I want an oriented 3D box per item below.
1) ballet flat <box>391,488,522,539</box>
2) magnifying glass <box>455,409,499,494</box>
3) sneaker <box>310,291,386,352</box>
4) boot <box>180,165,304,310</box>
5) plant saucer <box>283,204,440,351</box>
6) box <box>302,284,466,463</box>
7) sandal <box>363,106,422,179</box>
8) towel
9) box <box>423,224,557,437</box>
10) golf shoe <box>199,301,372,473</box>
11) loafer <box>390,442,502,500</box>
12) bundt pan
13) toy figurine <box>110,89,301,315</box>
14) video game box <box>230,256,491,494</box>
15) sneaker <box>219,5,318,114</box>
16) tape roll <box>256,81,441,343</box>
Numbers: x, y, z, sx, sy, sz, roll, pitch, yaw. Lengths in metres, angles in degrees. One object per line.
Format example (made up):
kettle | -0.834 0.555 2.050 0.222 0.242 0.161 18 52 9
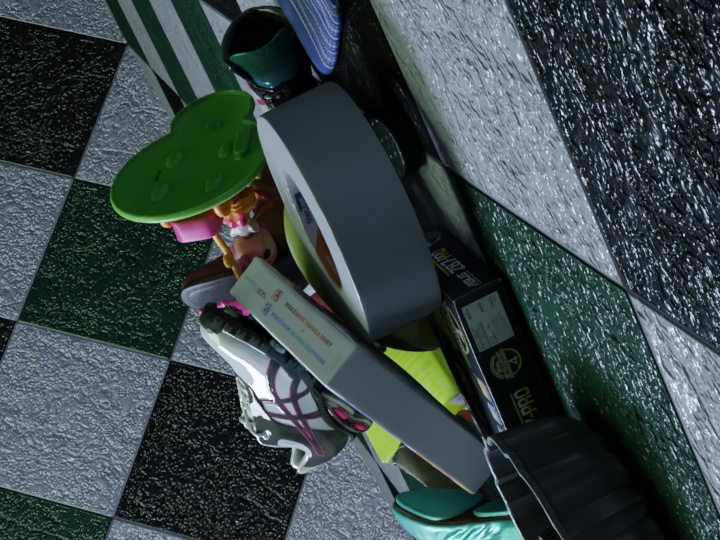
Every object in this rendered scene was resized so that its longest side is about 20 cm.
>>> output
ballet flat | 0.102 0.224 1.527 0.200 0.067 0.071 -5 100 49
magnifying glass | 0.103 0.153 1.628 0.080 0.022 0.200 50 -179 -5
sneaker | -0.016 0.060 1.683 0.088 0.074 0.200 54 174 7
boot | -0.106 -0.064 1.793 0.069 0.188 0.200 65 -177 -53
plant saucer | 0.000 0.000 1.612 0.200 0.031 0.200 39 -157 -21
box | 0.025 0.073 1.776 0.048 0.122 0.200 3 -131 -48
sandal | 0.013 -0.102 1.518 0.075 0.048 0.200 64 160 -11
towel | -0.058 -0.249 1.520 0.145 0.024 0.200 61 173 7
box | 0.105 0.075 1.472 0.200 0.049 0.161 66 175 -22
golf shoe | -0.075 0.104 1.546 0.200 0.088 0.077 41 -177 -34
loafer | 0.095 0.213 1.630 0.200 0.070 0.075 51 -176 41
bundt pan | 0.170 0.192 1.324 0.202 0.076 0.202 61 173 13
toy figurine | -0.118 -0.036 1.647 0.200 0.150 0.184 -77 -28 -51
video game box | 0.003 0.086 1.501 0.200 0.047 0.182 39 -177 -37
sneaker | -0.068 -0.170 1.685 0.200 0.083 0.121 60 -177 25
tape roll | -0.010 -0.045 1.425 0.201 0.066 0.200 62 171 17
